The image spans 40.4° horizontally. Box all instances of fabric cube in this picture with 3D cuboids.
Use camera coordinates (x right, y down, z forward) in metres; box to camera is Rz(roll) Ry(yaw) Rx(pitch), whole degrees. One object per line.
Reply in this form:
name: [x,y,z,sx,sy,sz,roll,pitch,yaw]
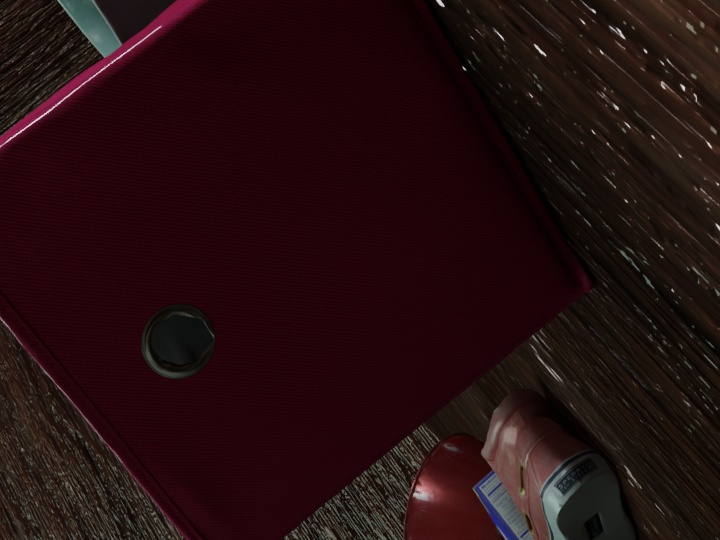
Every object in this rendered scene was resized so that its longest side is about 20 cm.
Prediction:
fabric cube: [-0.050,-0.026,0.462,0.198,0.198,0.200,55,175,-19]

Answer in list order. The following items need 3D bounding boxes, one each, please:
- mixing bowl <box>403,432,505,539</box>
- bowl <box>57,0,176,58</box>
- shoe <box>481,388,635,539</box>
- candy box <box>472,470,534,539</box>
mixing bowl: [0.147,0.293,1.115,0.107,0.202,0.201,0,137,39]
bowl: [-0.178,-0.242,0.693,0.201,0.105,0.201,49,169,13]
shoe: [0.148,0.168,0.732,0.091,0.071,0.202,51,170,40]
candy box: [0.211,0.294,0.953,0.170,0.076,0.200,56,176,-34]
